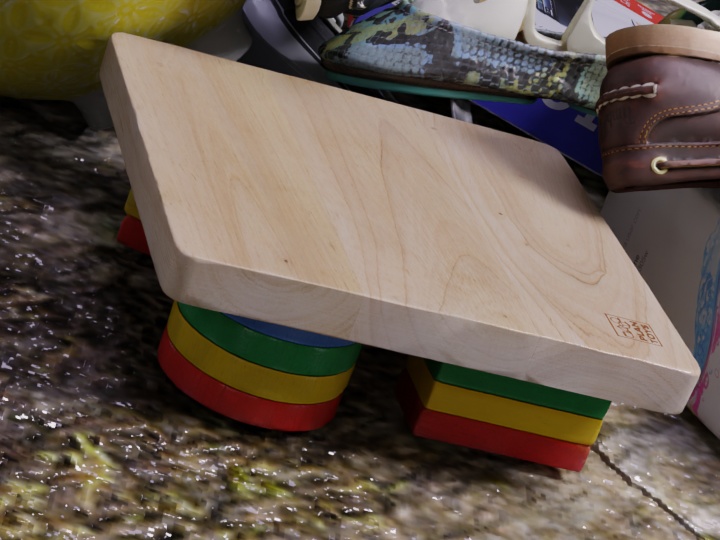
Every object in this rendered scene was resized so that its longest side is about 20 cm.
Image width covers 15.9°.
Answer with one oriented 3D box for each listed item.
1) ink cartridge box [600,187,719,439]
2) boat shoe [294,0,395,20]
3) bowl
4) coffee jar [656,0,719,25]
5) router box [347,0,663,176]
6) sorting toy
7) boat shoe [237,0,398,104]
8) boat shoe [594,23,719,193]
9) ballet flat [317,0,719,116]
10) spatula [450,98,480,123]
[{"bbox_3d":[0.204,0.028,1.077,0.145,0.088,0.200,6,24,-32],"label":"ink cartridge box"},{"bbox_3d":[0.004,-0.145,1.096,0.066,0.075,0.199,2,8,-1],"label":"boat shoe"},{"bbox_3d":[-0.105,-0.125,1.094,0.108,0.200,0.200,62,16,-15],"label":"bowl"},{"bbox_3d":[0.205,-0.095,1.163,0.104,0.086,0.200,16,-23,-24],"label":"coffee jar"},{"bbox_3d":[0.091,-0.121,1.329,0.200,0.049,0.180,29,20,-11],"label":"router box"},{"bbox_3d":[0.000,0.000,0.978,0.198,0.070,0.200,13,23,-19],"label":"sorting toy"},{"bbox_3d":[-0.035,-0.096,1.167,0.068,0.074,0.199,5,29,-42],"label":"boat shoe"},{"bbox_3d":[0.188,-0.048,1.048,0.199,0.071,0.070,6,-16,-14],"label":"boat shoe"},{"bbox_3d":[0.084,-0.099,1.097,0.199,0.074,0.074,9,23,-6],"label":"ballet flat"},{"bbox_3d":[0.056,-0.059,1.234,0.056,0.021,0.200,15,23,-29],"label":"spatula"}]
